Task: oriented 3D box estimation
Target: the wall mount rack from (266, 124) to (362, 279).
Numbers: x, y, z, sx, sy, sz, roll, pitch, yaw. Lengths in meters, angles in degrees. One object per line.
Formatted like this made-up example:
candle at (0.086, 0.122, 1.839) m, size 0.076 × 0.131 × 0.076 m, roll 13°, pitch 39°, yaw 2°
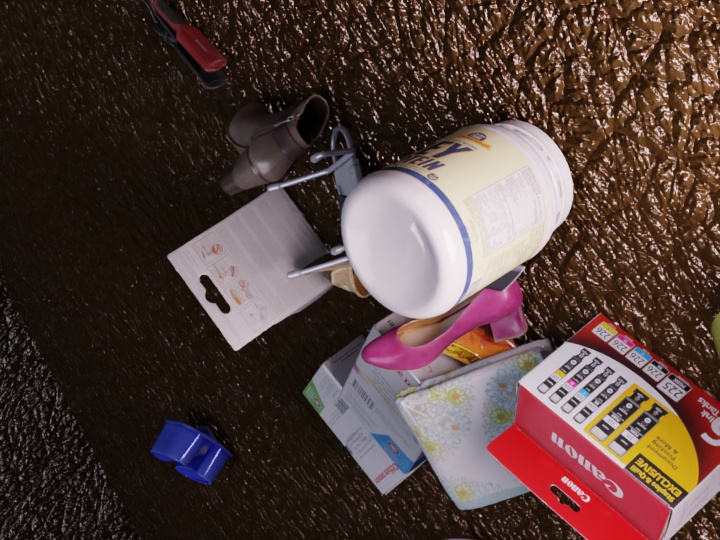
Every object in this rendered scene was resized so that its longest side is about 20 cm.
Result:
wall mount rack at (-0.044, -0.069, 1.515) m, size 0.174 × 0.074 × 0.200 m, roll 153°, pitch 106°, yaw -67°

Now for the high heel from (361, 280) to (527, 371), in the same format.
high heel at (0.087, 0.053, 1.409) m, size 0.200 × 0.067 × 0.096 m, roll -11°, pitch 129°, yaw 16°

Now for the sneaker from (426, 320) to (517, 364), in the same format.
sneaker at (0.120, 0.084, 1.491) m, size 0.200 × 0.077 × 0.073 m, roll 40°, pitch 150°, yaw 25°

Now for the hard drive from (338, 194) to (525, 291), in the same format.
hard drive at (0.071, -0.030, 1.369) m, size 0.200 × 0.135 × 0.042 m, roll 31°, pitch 106°, yaw 50°

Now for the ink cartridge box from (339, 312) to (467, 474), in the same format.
ink cartridge box at (0.065, 0.149, 1.589) m, size 0.145 × 0.085 × 0.200 m, roll 49°, pitch 151°, yaw 16°

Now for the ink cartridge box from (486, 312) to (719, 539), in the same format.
ink cartridge box at (0.255, 0.170, 1.244) m, size 0.200 × 0.176 × 0.084 m, roll 39°, pitch 151°, yaw 28°

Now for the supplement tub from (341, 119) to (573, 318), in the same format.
supplement tub at (0.096, -0.055, 1.187) m, size 0.145 × 0.200 × 0.145 m, roll 26°, pitch 131°, yaw 35°

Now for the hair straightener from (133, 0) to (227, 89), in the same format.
hair straightener at (-0.250, -0.309, 1.686) m, size 0.200 × 0.041 × 0.077 m, roll 43°, pitch 152°, yaw 23°

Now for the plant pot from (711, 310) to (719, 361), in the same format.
plant pot at (0.375, 0.097, 0.979) m, size 0.200 × 0.187 × 0.187 m, roll 59°, pitch 159°, yaw 28°

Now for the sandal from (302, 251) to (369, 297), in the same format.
sandal at (-0.004, 0.003, 1.606) m, size 0.070 × 0.078 × 0.212 m, roll 60°, pitch 149°, yaw -6°

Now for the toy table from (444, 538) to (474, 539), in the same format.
toy table at (0.165, 0.479, 1.804) m, size 0.200 × 0.184 × 0.117 m, roll -154°, pitch 52°, yaw -65°

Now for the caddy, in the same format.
caddy at (-0.358, 0.378, 2.658) m, size 0.141 × 0.105 × 0.200 m, roll 37°, pitch 161°, yaw -22°

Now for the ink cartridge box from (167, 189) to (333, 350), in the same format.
ink cartridge box at (-0.143, -0.001, 1.694) m, size 0.162 × 0.200 × 0.050 m, roll 54°, pitch 155°, yaw 2°

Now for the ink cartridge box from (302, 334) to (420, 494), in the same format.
ink cartridge box at (0.018, 0.213, 1.815) m, size 0.200 × 0.084 × 0.146 m, roll 51°, pitch 155°, yaw 8°

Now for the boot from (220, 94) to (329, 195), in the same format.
boot at (-0.099, -0.174, 1.533) m, size 0.146 × 0.200 × 0.070 m, roll -30°, pitch 123°, yaw 32°

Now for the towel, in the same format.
towel at (0.164, 0.181, 1.444) m, size 0.200 × 0.048 × 0.171 m, roll -23°, pitch 107°, yaw 20°
